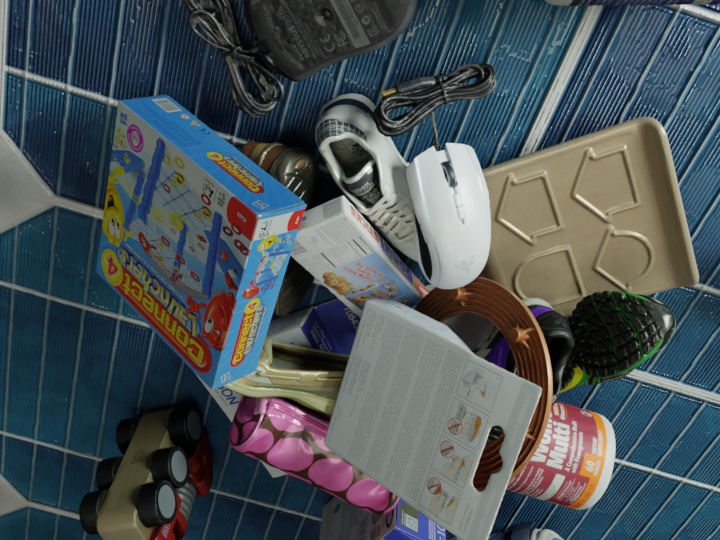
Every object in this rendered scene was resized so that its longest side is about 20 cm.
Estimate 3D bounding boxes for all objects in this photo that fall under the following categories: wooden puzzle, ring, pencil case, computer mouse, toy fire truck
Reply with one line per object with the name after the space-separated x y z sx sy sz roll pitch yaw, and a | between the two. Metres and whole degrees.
0.204 -0.042 0.748 0.200 0.046 0.185 -15 120 20 | wooden puzzle
0.094 0.105 0.732 0.019 0.201 0.201 7 130 -38 | ring
-0.041 0.192 0.850 0.200 0.091 0.094 26 155 -14 | pencil case
0.080 -0.073 0.681 0.109 0.044 0.200 -18 111 -12 | computer mouse
-0.042 -0.221 0.655 0.200 0.053 0.139 -12 120 26 | computer mouse
-0.207 0.284 0.918 0.128 0.176 0.200 -12 121 13 | toy fire truck

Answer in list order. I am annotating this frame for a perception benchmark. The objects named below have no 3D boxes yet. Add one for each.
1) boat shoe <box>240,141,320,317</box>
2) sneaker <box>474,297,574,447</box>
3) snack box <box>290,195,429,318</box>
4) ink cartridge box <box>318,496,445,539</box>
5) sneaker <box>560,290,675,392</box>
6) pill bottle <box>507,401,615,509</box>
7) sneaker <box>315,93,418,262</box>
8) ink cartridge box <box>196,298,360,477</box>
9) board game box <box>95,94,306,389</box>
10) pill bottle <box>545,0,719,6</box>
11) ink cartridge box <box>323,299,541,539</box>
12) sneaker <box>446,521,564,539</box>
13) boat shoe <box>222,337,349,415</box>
-0.084 -0.044 0.764 0.074 0.076 0.200 26 136 22 | boat shoe
0.136 0.123 0.737 0.069 0.100 0.200 27 96 -17 | sneaker
0.000 0.000 0.754 0.072 0.024 0.200 -22 144 18 | snack box
0.032 0.301 0.928 0.076 0.137 0.200 31 121 -16 | ink cartridge box
0.247 0.067 0.763 0.085 0.078 0.200 -8 164 -15 | sneaker
0.166 0.186 0.857 0.200 0.110 0.110 17 123 -6 | pill bottle
0.024 -0.067 0.726 0.076 0.081 0.200 -33 116 22 | sneaker
-0.060 0.141 0.892 0.200 0.043 0.197 -20 118 19 | ink cartridge box
-0.158 -0.028 0.720 0.200 0.056 0.196 38 127 26 | board game box
0.190 -0.253 0.570 0.200 0.111 0.111 1 123 5 | pill bottle
0.067 0.135 0.725 0.200 0.047 0.160 25 104 36 | ink cartridge box
0.165 0.350 0.929 0.200 0.081 0.146 8 154 -42 | sneaker
-0.079 0.095 0.804 0.200 0.073 0.063 20 112 -12 | boat shoe
